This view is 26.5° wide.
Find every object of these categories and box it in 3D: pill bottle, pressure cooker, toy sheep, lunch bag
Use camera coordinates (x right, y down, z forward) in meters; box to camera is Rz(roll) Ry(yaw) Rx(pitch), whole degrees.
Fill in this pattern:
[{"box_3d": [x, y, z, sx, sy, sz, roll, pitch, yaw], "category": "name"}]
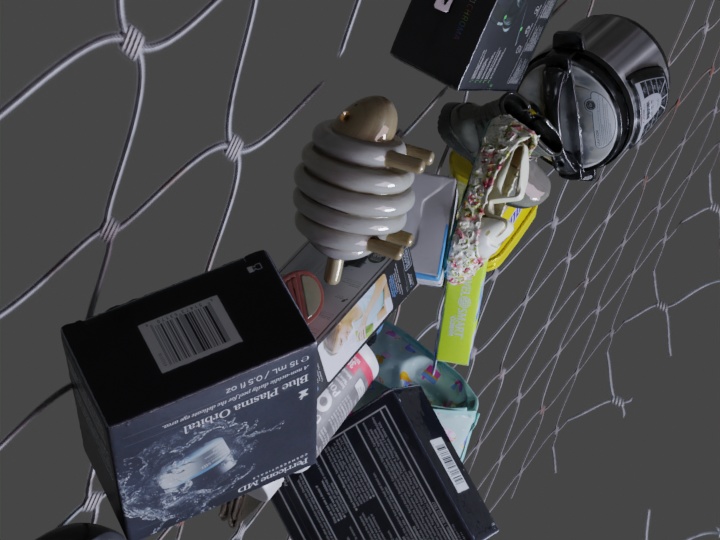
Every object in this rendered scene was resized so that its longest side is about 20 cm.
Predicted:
[{"box_3d": [-0.076, 0.154, 1.708, 0.201, 0.110, 0.111, -52, 159, -23], "category": "pill bottle"}, {"box_3d": [0.298, -0.226, 2.021, 0.200, 0.176, 0.179, -39, 176, -44], "category": "pressure cooker"}, {"box_3d": [-0.005, -0.078, 1.527, 0.138, 0.137, 0.202, -18, 126, -62], "category": "toy sheep"}, {"box_3d": [0.050, 0.180, 1.930, 0.122, 0.199, 0.172, -42, 155, -42], "category": "lunch bag"}]

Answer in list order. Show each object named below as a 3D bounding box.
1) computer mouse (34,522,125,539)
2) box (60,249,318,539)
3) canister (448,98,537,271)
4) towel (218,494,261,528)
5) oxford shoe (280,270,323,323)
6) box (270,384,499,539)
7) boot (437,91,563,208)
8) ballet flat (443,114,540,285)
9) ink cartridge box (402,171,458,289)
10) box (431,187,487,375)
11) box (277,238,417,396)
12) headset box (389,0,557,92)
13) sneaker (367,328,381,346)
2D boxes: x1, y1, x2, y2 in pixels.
[{"box_3d": [-0.305, 0.284, 1.418, 0.199, 0.053, 0.140, -20, 136, -46], "category": "computer mouse"}, {"box_3d": [-0.146, 0.114, 1.358, 0.195, 0.118, 0.201, -22, 146, -18], "category": "box"}, {"box_3d": [0.174, -0.112, 2.004, 0.149, 0.086, 0.201, -52, 158, -24], "category": "canister"}, {"box_3d": [-0.101, 0.211, 1.847, 0.200, 0.034, 0.133, -40, 154, -47], "category": "towel"}, {"box_3d": [-0.130, 0.059, 1.506, 0.199, 0.074, 0.071, -22, 100, -34], "category": "oxford shoe"}, {"box_3d": [0.021, 0.268, 1.780, 0.197, 0.201, 0.123, -32, 169, 15], "category": "box"}, {"box_3d": [0.192, -0.137, 1.819, 0.199, 0.130, 0.068, 37, 67, -34], "category": "boot"}, {"box_3d": [0.147, -0.076, 1.705, 0.075, 0.063, 0.202, 18, 88, -61], "category": "ballet flat"}, {"box_3d": [0.073, -0.044, 1.789, 0.200, 0.067, 0.117, 45, 55, -83], "category": "ink cartridge box"}, {"box_3d": [0.126, 0.017, 1.855, 0.122, 0.047, 0.202, -73, 172, -59], "category": "box"}, {"box_3d": [-0.043, 0.039, 1.609, 0.200, 0.116, 0.061, -48, 138, -35], "category": "box"}, {"box_3d": [0.133, -0.288, 1.635, 0.200, 0.092, 0.176, -15, 132, -64], "category": "headset box"}, {"box_3d": [0.000, 0.000, 1.774, 0.201, 0.065, 0.079, 89, 14, -49], "category": "sneaker"}]
